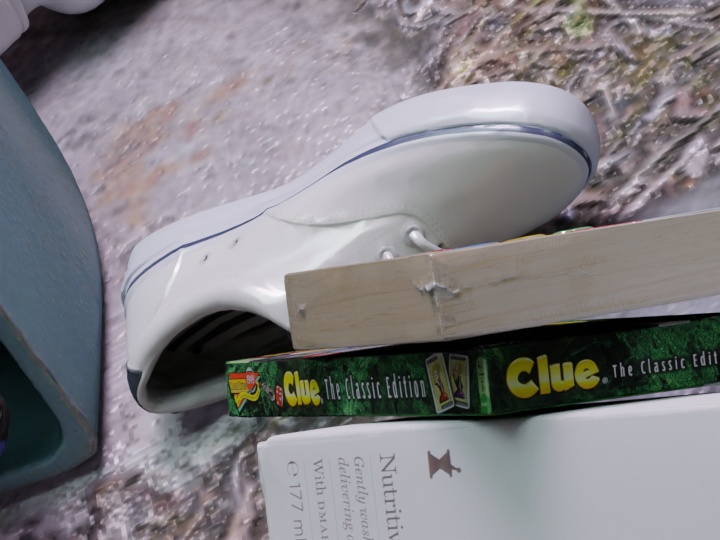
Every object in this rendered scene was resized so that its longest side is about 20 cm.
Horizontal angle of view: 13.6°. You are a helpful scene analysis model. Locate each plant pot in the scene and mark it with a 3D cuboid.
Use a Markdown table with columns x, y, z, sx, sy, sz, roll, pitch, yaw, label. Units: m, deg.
| x | y | z | sx | sy | sz | roll | pitch | yaw | label |
| --- | --- | --- | --- | --- | --- | --- | --- | --- | --- |
| -0.215 | -0.028 | 1.177 | 0.195 | 0.196 | 0.201 | -21 | 31 | 20 | plant pot |

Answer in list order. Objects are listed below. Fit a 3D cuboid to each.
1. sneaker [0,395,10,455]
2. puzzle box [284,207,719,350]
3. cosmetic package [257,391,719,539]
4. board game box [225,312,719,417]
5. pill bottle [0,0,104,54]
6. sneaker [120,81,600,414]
| x | y | z | sx | sy | sz | roll | pitch | yaw | label |
| --- | --- | --- | --- | --- | --- | --- | --- | --- | --- |
| -0.197 | 0.089 | 1.100 | 0.199 | 0.078 | 0.076 | -26 | 36 | 32 | sneaker |
| 0.089 | -0.004 | 0.899 | 0.199 | 0.026 | 0.133 | -9 | 1 | -20 | puzzle box |
| 0.077 | 0.091 | 0.850 | 0.199 | 0.081 | 0.114 | -9 | 87 | 35 | cosmetic package |
| 0.041 | 0.029 | 0.928 | 0.104 | 0.024 | 0.200 | -4 | -1 | -24 | board game box |
| -0.124 | -0.185 | 1.331 | 0.200 | 0.112 | 0.112 | -46 | 37 | -13 | pill bottle |
| 0.000 | 0.000 | 1.073 | 0.199 | 0.073 | 0.071 | -26 | 45 | 29 | sneaker |
